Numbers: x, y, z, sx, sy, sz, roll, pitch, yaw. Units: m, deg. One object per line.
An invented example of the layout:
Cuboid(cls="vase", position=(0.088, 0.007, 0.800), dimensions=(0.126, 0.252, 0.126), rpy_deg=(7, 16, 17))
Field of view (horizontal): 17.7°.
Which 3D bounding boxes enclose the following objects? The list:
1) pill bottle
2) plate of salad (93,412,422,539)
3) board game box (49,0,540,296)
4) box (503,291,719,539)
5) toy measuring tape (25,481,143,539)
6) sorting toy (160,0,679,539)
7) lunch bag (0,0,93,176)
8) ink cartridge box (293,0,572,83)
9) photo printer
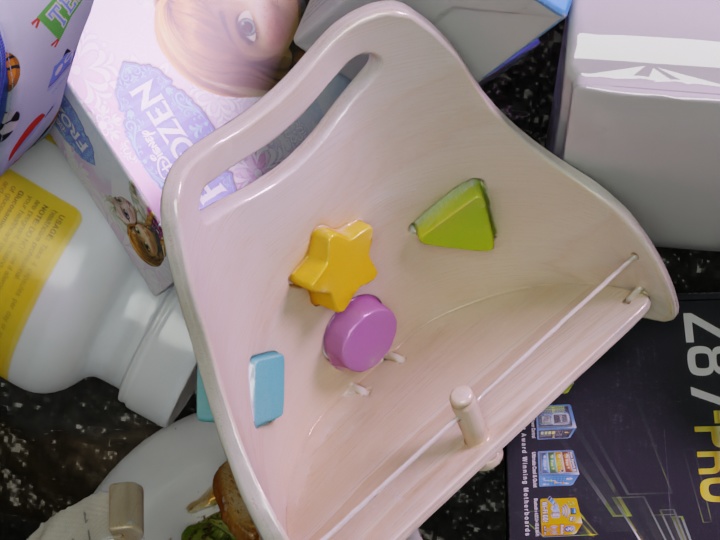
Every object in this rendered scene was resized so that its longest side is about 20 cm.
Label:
Cuboid(cls="pill bottle", position=(-0.145, -0.020, 0.950), dimensions=(0.199, 0.112, 0.113), rpy_deg=(30, 93, 2))
Cuboid(cls="plate of salad", position=(-0.059, 0.153, 0.946), dimensions=(0.199, 0.048, 0.202), rpy_deg=(-8, 75, 30))
Cuboid(cls="board game box", position=(-0.056, -0.125, 0.930), dimensions=(0.199, 0.041, 0.201), rpy_deg=(-35, 90, -30))
Cuboid(cls="box", position=(0.136, 0.099, 0.916), dimensions=(0.160, 0.049, 0.201), rpy_deg=(0, 50, 3))
Cuboid(cls="toy measuring tape", position=(-0.139, 0.146, 0.957), dimensions=(0.199, 0.073, 0.074), rpy_deg=(-33, 90, 32))
Cuboid(cls="sorting toy", position=(0.000, 0.000, 0.868), dimensions=(0.200, 0.107, 0.181), rpy_deg=(-41, 131, -19))
Cuboid(cls="lunch bag", position=(-0.191, -0.123, 0.834), dimensions=(0.200, 0.160, 0.076), rpy_deg=(40, 60, 6))
Cuboid(cls="ink cartridge box", position=(0.055, -0.172, 0.909), dimensions=(0.067, 0.116, 0.201), rpy_deg=(30, 62, -16))
Cuboid(cls="photo printer", position=(0.175, -0.059, 0.911), dimensions=(0.198, 0.167, 0.070), rpy_deg=(5, 70, 2))
